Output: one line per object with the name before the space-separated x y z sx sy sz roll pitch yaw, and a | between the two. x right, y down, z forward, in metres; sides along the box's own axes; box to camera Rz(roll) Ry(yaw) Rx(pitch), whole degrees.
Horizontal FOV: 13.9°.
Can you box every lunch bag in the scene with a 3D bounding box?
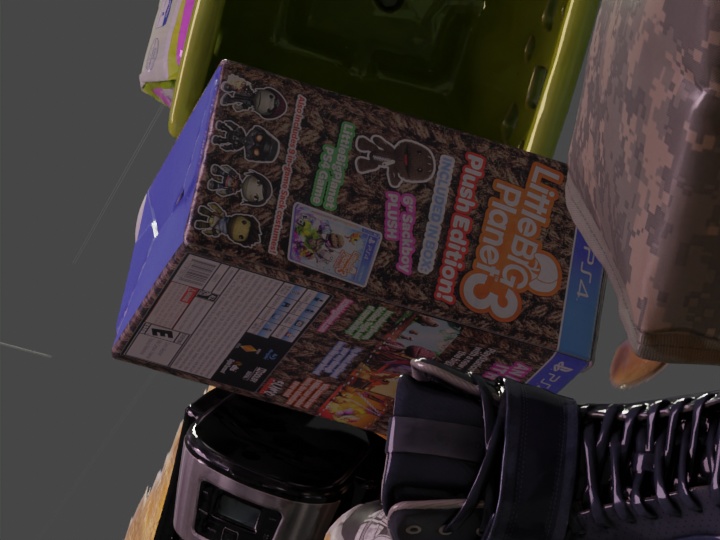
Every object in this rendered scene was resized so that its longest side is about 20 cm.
lunch bag | 0.138 -0.076 1.029 0.200 0.117 0.165 -108 25 -65

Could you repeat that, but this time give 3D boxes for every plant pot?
plant pot | 0.015 -0.148 1.567 0.182 0.198 0.201 -104 30 -80

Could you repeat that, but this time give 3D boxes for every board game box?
board game box | 0.000 0.000 1.408 0.159 0.199 0.097 131 153 -63

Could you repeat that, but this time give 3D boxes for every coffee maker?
coffee maker | -0.069 0.171 1.682 0.192 0.134 0.201 -108 36 -71

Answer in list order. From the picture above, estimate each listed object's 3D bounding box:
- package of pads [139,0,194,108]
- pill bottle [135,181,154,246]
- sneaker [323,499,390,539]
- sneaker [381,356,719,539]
package of pads | -0.028 -0.138 1.740 0.068 0.199 0.156 -4 68 48
pill bottle | -0.058 0.004 1.771 0.200 0.111 0.113 55 -135 -68
sneaker | 0.033 0.144 1.436 0.088 0.076 0.200 -44 9 7
sneaker | 0.087 0.069 1.054 0.202 0.145 0.077 133 152 -64
